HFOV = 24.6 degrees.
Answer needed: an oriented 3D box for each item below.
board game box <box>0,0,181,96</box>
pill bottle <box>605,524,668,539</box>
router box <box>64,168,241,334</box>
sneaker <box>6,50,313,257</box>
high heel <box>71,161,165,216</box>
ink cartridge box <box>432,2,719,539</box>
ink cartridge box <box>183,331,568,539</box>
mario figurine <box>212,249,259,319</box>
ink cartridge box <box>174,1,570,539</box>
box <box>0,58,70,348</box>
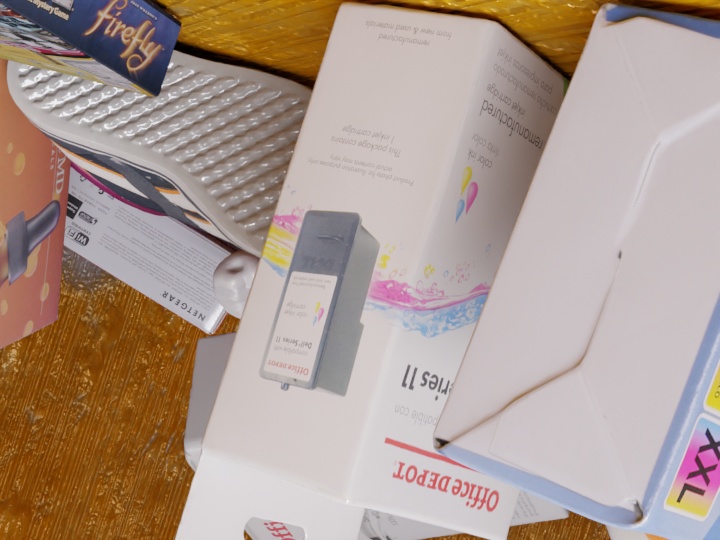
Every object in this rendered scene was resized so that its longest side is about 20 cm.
[{"bbox_3d":[-0.189,-0.125,0.665,0.198,0.035,0.135,16,175,26],"label":"board game box"},{"bbox_3d":[0.218,0.104,0.770,0.198,0.115,0.114,-23,167,9],"label":"pill bottle"},{"bbox_3d":[-0.158,-0.040,1.051,0.199,0.049,0.180,31,-176,-2],"label":"router box"},{"bbox_3d":[-0.062,-0.054,0.757,0.199,0.079,0.079,29,173,12],"label":"sneaker"},{"bbox_3d":[-0.124,-0.060,0.950,0.095,0.068,0.199,1,170,36],"label":"high heel"},{"bbox_3d":[0.124,0.019,0.511,0.076,0.138,0.199,21,178,37],"label":"ink cartridge box"},{"bbox_3d":[0.013,0.095,1.002,0.198,0.084,0.145,-11,140,18],"label":"ink cartridge box"},{"bbox_3d":[0.000,0.000,0.897,0.106,0.124,0.200,44,-172,14],"label":"mario figurine"},{"bbox_3d":[0.017,0.024,0.573,0.067,0.202,0.117,14,175,35],"label":"ink cartridge box"},{"bbox_3d":[-0.226,-0.034,0.760,0.105,0.154,0.200,13,-162,17],"label":"box"}]
